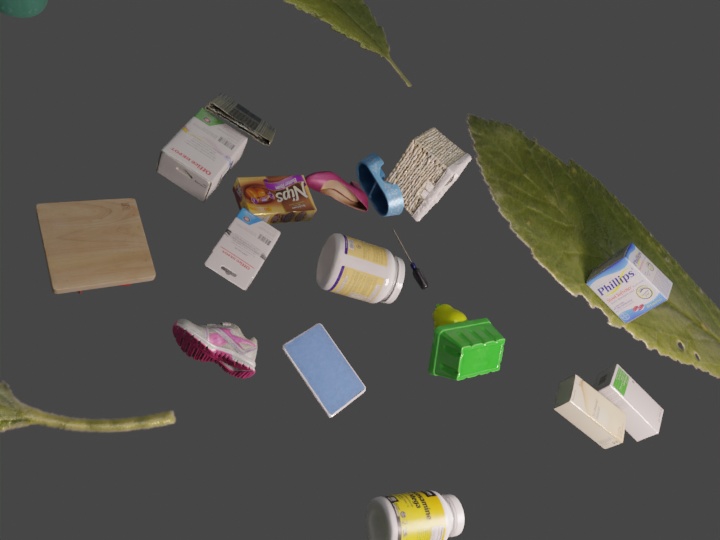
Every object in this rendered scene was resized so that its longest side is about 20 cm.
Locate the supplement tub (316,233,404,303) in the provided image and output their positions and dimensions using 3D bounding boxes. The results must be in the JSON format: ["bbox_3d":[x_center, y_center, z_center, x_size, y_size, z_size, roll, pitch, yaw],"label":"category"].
[{"bbox_3d":[0.000,0.000,1.496,0.197,0.146,0.148,17,53,-21],"label":"supplement tub"}]

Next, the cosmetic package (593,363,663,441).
[{"bbox_3d":[0.807,0.400,1.767,0.200,0.085,0.108,43,46,2],"label":"cosmetic package"}]

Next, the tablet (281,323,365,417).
[{"bbox_3d":[-0.086,0.233,1.382,0.129,0.014,0.201,-28,77,-40],"label":"tablet"}]

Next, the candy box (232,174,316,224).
[{"bbox_3d":[-0.225,-0.186,1.540,0.197,0.057,0.118,-8,65,-33],"label":"candy box"}]

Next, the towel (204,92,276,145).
[{"bbox_3d":[-0.321,-0.408,1.588,0.191,0.035,0.201,32,17,-15],"label":"towel"}]

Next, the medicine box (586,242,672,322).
[{"bbox_3d":[0.915,0.044,1.995,0.200,0.182,0.103,44,48,2],"label":"medicine box"}]

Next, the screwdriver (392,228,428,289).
[{"bbox_3d":[0.141,-0.035,1.684,0.029,0.028,0.202,13,48,-62],"label":"screwdriver"}]

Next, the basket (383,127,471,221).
[{"bbox_3d":[0.198,-0.293,1.755,0.160,0.199,0.200,40,36,4],"label":"basket"}]

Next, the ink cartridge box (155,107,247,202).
[{"bbox_3d":[-0.400,-0.294,1.483,0.144,0.088,0.202,32,47,-8],"label":"ink cartridge box"}]

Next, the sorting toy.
[{"bbox_3d":[-0.561,-0.045,1.236,0.197,0.070,0.202,-8,66,-35],"label":"sorting toy"}]

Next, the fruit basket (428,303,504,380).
[{"bbox_3d":[0.258,0.187,1.562,0.211,0.159,0.216,6,17,-2],"label":"fruit basket"}]

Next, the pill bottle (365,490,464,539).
[{"bbox_3d":[0.119,0.533,1.246,0.197,0.113,0.114,5,58,-29],"label":"pill bottle"}]

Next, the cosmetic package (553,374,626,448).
[{"bbox_3d":[0.662,0.407,1.683,0.199,0.073,0.104,37,49,-6],"label":"cosmetic package"}]

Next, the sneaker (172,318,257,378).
[{"bbox_3d":[-0.309,0.152,1.262,0.198,0.081,0.089,32,47,-20],"label":"sneaker"}]

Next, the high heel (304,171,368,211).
[{"bbox_3d":[-0.063,-0.220,1.648,0.197,0.068,0.097,3,49,-33],"label":"high heel"}]

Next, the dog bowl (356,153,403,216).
[{"bbox_3d":[0.053,-0.246,1.716,0.049,0.112,0.202,-24,74,-25],"label":"dog bowl"}]

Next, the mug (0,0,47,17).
[{"bbox_3d":[-0.873,-0.719,1.453,0.184,0.115,0.153,37,49,-4],"label":"mug"}]

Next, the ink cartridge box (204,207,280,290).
[{"bbox_3d":[-0.288,-0.039,1.398,0.115,0.068,0.202,32,49,-9],"label":"ink cartridge box"}]
